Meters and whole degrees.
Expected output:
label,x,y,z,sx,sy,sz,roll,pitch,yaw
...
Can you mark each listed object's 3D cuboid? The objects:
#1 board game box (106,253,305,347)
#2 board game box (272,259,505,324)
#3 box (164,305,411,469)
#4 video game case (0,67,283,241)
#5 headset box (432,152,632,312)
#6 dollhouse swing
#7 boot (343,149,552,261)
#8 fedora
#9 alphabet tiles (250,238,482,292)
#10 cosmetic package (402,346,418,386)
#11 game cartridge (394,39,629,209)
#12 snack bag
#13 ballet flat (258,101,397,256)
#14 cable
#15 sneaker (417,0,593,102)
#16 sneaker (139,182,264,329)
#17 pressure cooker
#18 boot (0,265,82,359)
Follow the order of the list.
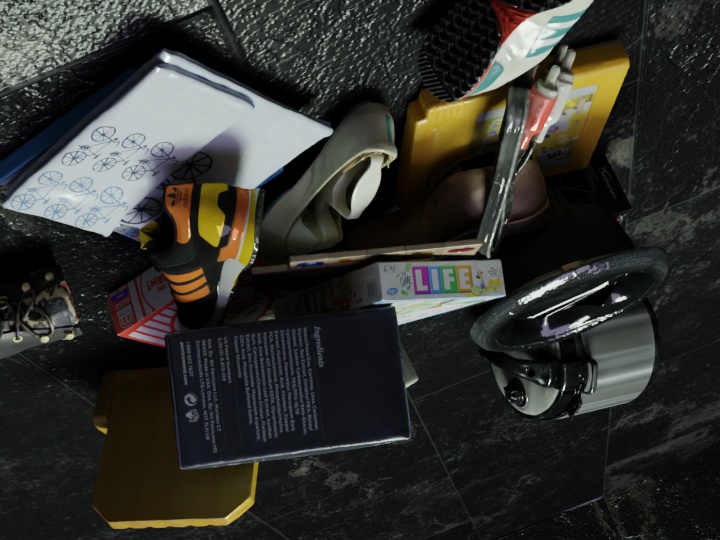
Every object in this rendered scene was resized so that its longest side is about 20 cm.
label,x,y,z,sx,sy,sz,roll,pitch,yaw
board game box,-0.128,0.028,1.127,0.151,0.047,0.199,-31,153,21
board game box,0.021,0.026,1.058,0.133,0.035,0.199,-1,170,-32
box,-0.067,0.110,1.029,0.197,0.119,0.197,-7,172,-5
video game case,-0.170,-0.081,0.907,0.142,0.018,0.200,-31,154,18
headset box,0.161,-0.036,1.193,0.198,0.078,0.149,-12,153,-17
dollhouse swing,-0.173,0.200,1.221,0.197,0.178,0.182,-4,157,9
boot,0.073,-0.062,1.048,0.198,0.074,0.076,-16,126,5
fedora,0.188,0.000,1.084,0.198,0.093,0.201,-16,157,-7
alphabet tiles,0.000,0.000,1.029,0.197,0.008,0.167,-5,170,-5
cosmetic package,-0.017,0.104,1.240,0.071,0.106,0.200,-32,173,19
game cartridge,0.133,-0.126,1.042,0.198,0.033,0.177,-17,155,-11
snack bag,-0.144,-0.082,0.879,0.188,0.022,0.199,-35,152,26
ballet flat,-0.030,-0.059,0.984,0.069,0.070,0.200,1,142,-39
cable,0.134,-0.088,0.949,0.097,0.050,0.202,-53,156,-60
sneaker,0.133,-0.205,0.859,0.200,0.071,0.093,-41,168,32
sneaker,-0.142,-0.016,0.936,0.089,0.071,0.200,13,150,-15
pressure cooker,0.251,0.096,1.410,0.198,0.180,0.176,-8,156,-27
boot,-0.311,0.048,0.938,0.149,0.074,0.200,-19,-178,-12
